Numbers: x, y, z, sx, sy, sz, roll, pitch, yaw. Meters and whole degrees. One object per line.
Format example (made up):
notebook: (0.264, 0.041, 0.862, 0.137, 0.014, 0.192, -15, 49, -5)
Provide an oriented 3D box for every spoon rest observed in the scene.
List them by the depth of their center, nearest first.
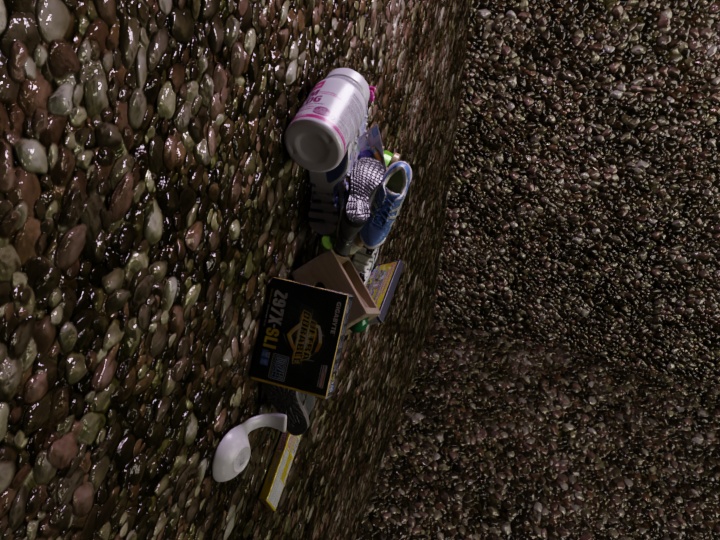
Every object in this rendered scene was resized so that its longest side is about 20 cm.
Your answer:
spoon rest: (-0.220, 0.328, 1.341, 0.200, 0.060, 0.100, -28, 129, -56)

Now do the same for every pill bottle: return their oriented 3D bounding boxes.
pill bottle: (-0.056, -0.286, 1.313, 0.114, 0.113, 0.201, 89, 18, -46)

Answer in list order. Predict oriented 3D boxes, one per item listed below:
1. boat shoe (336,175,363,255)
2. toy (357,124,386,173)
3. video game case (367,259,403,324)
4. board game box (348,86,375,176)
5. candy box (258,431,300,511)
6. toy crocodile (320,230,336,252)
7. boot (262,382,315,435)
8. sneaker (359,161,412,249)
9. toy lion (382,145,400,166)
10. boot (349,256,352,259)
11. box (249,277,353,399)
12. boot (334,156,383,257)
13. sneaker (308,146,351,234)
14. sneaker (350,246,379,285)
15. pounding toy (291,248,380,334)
boat shoe: (-0.018, -0.133, 1.581, 0.074, 0.066, 0.201, 18, 56, -48)
toy: (0.020, -0.211, 1.577, 0.115, 0.047, 0.201, -17, -93, 65)
video game case: (0.007, 0.065, 1.796, 0.026, 0.180, 0.201, 53, 42, -31)
board game box: (-0.008, -0.320, 1.685, 0.200, 0.026, 0.201, -59, 157, -55)
candy box: (-0.184, 0.449, 1.644, 0.102, 0.026, 0.201, 77, 27, -57)
toy crocodile: (-0.049, -0.105, 1.631, 0.200, 0.061, 0.068, -63, 161, -49)
boot: (-0.145, 0.246, 1.507, 0.200, 0.072, 0.183, -62, 137, -78)
sneaker: (0.049, -0.142, 1.491, 0.077, 0.075, 0.201, -46, 157, -87)
toy lion: (0.022, -0.204, 1.802, 0.192, 0.068, 0.200, -66, 176, 30)
boot: (-0.020, 0.043, 1.740, 0.155, 0.072, 0.201, 83, -6, -82)
box: (-0.113, 0.126, 1.348, 0.049, 0.159, 0.201, 9, 94, -76)
boot: (-0.013, -0.135, 1.478, 0.131, 0.067, 0.201, 118, -9, -53)
sneaker: (-0.062, -0.188, 1.488, 0.115, 0.080, 0.201, -66, 167, -64)
sneaker: (0.000, 0.000, 1.634, 0.201, 0.066, 0.090, -69, 164, 6)
pounding toy: (-0.059, 0.079, 1.499, 0.201, 0.142, 0.184, 60, 9, 9)
